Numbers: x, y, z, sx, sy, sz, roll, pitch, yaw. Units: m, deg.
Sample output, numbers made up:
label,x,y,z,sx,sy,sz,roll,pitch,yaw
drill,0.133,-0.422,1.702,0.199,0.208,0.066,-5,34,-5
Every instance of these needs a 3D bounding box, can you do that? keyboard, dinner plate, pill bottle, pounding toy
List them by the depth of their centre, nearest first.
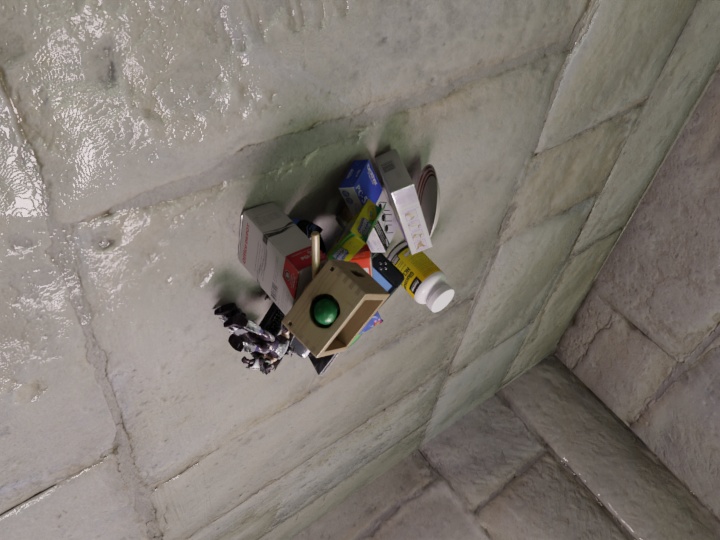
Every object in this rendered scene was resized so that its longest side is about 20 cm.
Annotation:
label,x,y,z,sx,sy,sz,roll,pitch,yaw
pounding toy,-0.058,0.048,1.173,0.185,0.142,0.200,-51,163,11
keyboard,-0.183,0.067,1.441,0.202,0.020,0.128,-61,148,-31
dinner plate,0.169,-0.162,1.513,0.024,0.202,0.202,3,136,-10
pill bottle,0.171,0.020,1.727,0.111,0.200,0.113,-30,148,-21

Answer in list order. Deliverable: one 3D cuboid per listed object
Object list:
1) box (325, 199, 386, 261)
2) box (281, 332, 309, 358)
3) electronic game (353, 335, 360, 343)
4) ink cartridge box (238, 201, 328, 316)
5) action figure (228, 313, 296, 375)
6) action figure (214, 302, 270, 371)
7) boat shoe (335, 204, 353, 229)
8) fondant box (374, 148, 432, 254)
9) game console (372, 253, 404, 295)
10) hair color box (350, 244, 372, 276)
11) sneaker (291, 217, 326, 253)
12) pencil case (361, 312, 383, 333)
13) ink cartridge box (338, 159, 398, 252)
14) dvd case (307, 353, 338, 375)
label,x,y,z,sx,sy,sz,roll,pitch,yaw
box,-0.020,-0.068,1.318,0.200,0.048,0.118,-43,-166,46
box,-0.116,0.096,1.522,0.078,0.142,0.201,31,107,-20
electronic game,-0.053,0.183,1.822,0.198,0.042,0.201,-32,148,-22
ink cartridge box,-0.164,-0.022,1.262,0.082,0.200,0.148,-24,146,-34
action figure,-0.208,0.165,1.361,0.199,0.069,0.132,30,77,-50
action figure,-0.265,0.161,1.437,0.069,0.131,0.201,-28,134,-1
boat shoe,0.026,-0.131,1.487,0.198,0.076,0.072,-2,130,-52
fondant box,0.102,-0.158,1.418,0.057,0.145,0.201,-22,134,3
game console,-0.005,0.038,1.626,0.200,0.170,0.118,-48,177,9
hair color box,0.000,0.000,1.475,0.063,0.200,0.113,-5,106,1
sneaker,-0.119,-0.031,1.399,0.071,0.077,0.202,-57,156,-36
pencil case,-0.031,0.168,1.730,0.199,0.078,0.087,-34,170,-17
ink cartridge box,0.022,-0.144,1.387,0.201,0.044,0.095,61,43,-39
dvd case,-0.078,0.147,1.565,0.016,0.149,0.201,23,111,-42
